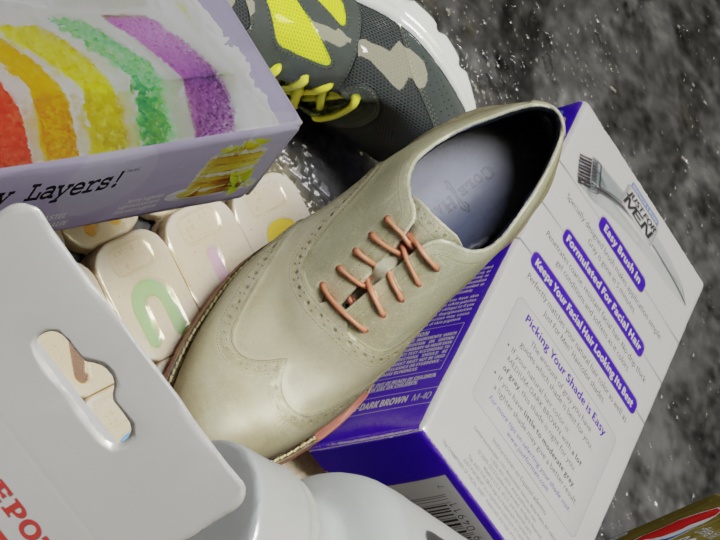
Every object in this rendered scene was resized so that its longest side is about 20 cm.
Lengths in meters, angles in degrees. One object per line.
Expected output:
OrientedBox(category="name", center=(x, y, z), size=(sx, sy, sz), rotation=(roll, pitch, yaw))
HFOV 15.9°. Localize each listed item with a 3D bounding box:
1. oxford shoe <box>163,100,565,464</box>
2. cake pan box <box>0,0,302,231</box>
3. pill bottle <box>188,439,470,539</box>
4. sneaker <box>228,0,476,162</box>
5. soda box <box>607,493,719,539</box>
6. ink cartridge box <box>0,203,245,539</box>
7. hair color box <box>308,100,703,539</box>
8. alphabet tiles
OrientedBox(category="oxford shoe", center=(0.000, 0.000, 0.962), size=(0.071, 0.074, 0.200), rotation=(44, 66, 0))
OrientedBox(category="cake pan box", center=(-0.141, -0.101, 0.885), size=(0.184, 0.052, 0.200), rotation=(-9, 60, -44))
OrientedBox(category="pill bottle", center=(0.006, 0.140, 0.922), size=(0.200, 0.111, 0.111), rotation=(35, 51, -32))
OrientedBox(category="sneaker", center=(-0.041, -0.092, 1.026), size=(0.200, 0.074, 0.085), rotation=(40, 54, -12))
OrientedBox(category="soda box", center=(0.137, 0.132, 1.004), size=(0.068, 0.200, 0.064), rotation=(-23, 89, -2))
OrientedBox(category="ink cartridge box", center=(-0.144, 0.061, 0.746), size=(0.116, 0.200, 0.068), rotation=(55, 11, -21))
OrientedBox(category="hair color box", center=(0.064, 0.037, 1.058), size=(0.109, 0.065, 0.200), rotation=(54, 45, -26))
OrientedBox(category="alphabet tiles", center=(-0.072, 0.032, 0.973), size=(0.200, 0.015, 0.196), rotation=(-27, 92, -47))
